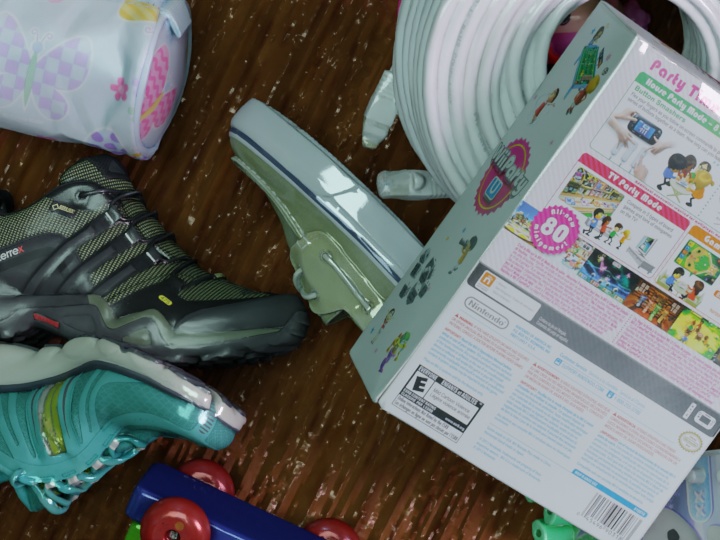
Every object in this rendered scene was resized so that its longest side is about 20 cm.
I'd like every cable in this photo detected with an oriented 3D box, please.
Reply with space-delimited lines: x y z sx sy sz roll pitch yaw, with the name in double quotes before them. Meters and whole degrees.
"cable" 0.114 -0.101 1.359 0.199 0.069 0.201 9 110 -15

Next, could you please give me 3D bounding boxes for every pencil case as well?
"pencil case" -0.184 -0.120 1.484 0.199 0.083 0.091 16 102 10

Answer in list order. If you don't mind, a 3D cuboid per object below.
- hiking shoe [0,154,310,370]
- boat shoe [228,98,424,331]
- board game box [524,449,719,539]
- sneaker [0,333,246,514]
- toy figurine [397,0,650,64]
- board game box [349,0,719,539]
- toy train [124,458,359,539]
"hiking shoe" -0.120 -0.007 1.464 0.199 0.076 0.101 8 88 11
"boat shoe" 0.000 0.000 1.445 0.062 0.072 0.200 -45 81 0
"board game box" 0.156 0.184 1.359 0.200 0.026 0.201 -11 80 47
"sneaker" -0.135 0.081 1.426 0.200 0.077 0.080 -6 59 43
"toy figurine" 0.092 -0.160 1.436 0.199 0.150 0.185 4 97 -9
"board game box" 0.114 0.005 1.325 0.147 0.064 0.200 32 100 -20
"toy train" -0.034 0.183 1.433 0.200 0.085 0.116 25 104 2
